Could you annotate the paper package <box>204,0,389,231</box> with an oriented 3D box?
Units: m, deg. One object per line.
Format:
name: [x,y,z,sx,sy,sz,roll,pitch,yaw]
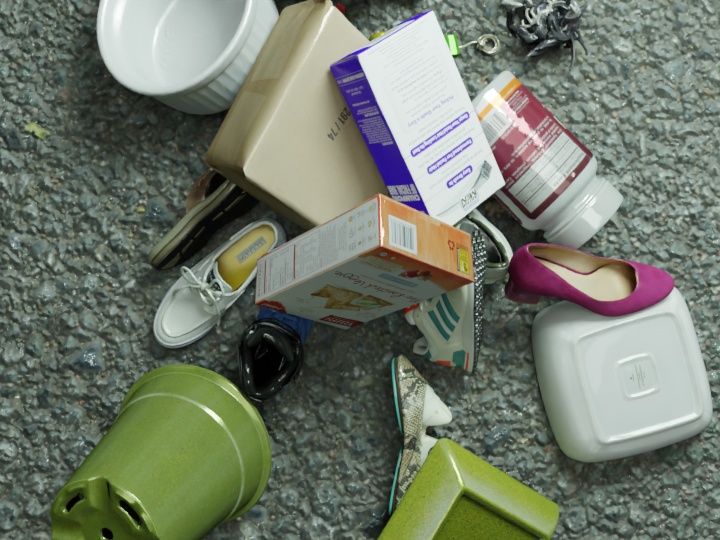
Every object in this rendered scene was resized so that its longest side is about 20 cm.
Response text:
paper package: [-0.041,-0.155,0.831,0.190,0.103,0.202,32,83,-38]

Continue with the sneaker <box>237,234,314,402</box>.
sneaker: [-0.085,0.054,0.861,0.076,0.111,0.202,23,88,-5]

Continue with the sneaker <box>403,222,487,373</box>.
sneaker: [0.091,0.034,0.848,0.092,0.071,0.202,7,132,15]

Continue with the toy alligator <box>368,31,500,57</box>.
toy alligator: [0.076,-0.265,0.902,0.197,0.054,0.060,-10,89,-1]

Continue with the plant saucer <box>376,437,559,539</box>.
plant saucer: [0.123,0.326,0.860,0.199,0.048,0.201,33,88,-19]

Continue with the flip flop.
flip flop: [-0.179,-0.081,0.890,0.200,0.081,0.058,-41,75,4]

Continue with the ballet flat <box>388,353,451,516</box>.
ballet flat: [0.073,0.199,0.883,0.074,0.068,0.203,2,93,12]

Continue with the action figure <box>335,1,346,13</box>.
action figure: [-0.098,-0.250,0.905,0.065,0.052,0.201,36,91,-3]

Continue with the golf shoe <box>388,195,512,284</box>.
golf shoe: [0.103,-0.066,0.877,0.199,0.097,0.079,37,90,1]

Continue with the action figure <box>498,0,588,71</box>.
action figure: [0.206,-0.334,0.884,0.119,0.102,0.200,-42,88,-13]

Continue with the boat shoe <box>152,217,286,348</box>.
boat shoe: [-0.168,0.015,0.876,0.201,0.086,0.075,-40,89,-2]

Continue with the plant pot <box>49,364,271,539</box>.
plant pot: [-0.218,0.227,0.788,0.197,0.190,0.203,3,104,14]

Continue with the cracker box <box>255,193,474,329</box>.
cracker box: [0.000,0.000,0.778,0.133,0.199,0.058,18,62,-38]

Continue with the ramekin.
ramekin: [-0.188,-0.277,0.850,0.198,0.098,0.204,-4,78,20]

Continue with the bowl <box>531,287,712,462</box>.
bowl: [0.315,0.123,0.887,0.197,0.075,0.203,-14,90,0]

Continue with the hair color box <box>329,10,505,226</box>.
hair color box: [0.063,-0.149,0.785,0.109,0.065,0.202,-36,109,-25]

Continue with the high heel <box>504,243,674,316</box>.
high heel: [0.261,0.004,0.828,0.197,0.096,0.068,-4,62,-4]

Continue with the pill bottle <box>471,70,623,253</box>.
pill bottle: [0.200,-0.121,0.871,0.114,0.114,0.200,-45,90,-2]
